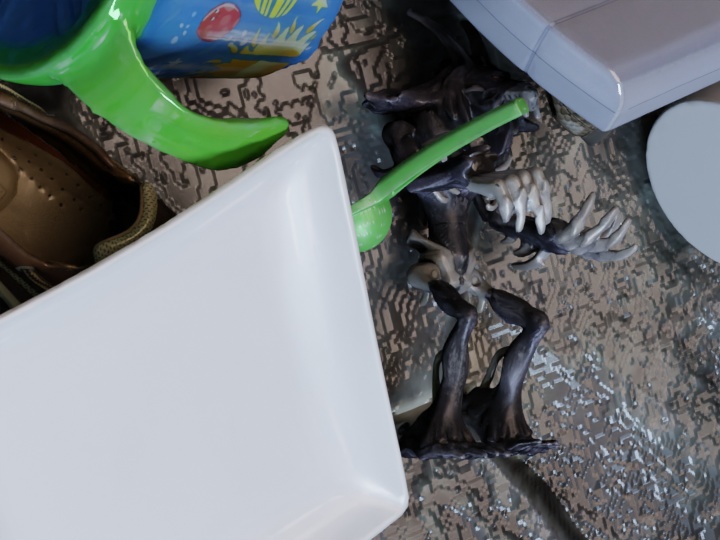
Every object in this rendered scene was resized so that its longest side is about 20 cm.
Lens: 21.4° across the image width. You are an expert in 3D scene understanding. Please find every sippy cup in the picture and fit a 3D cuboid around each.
[{"bbox_3d":[-0.076,-0.130,0.733,0.130,0.139,0.178,7,91,-46],"label":"sippy cup"}]

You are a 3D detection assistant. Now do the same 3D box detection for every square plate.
[{"bbox_3d":[-0.074,0.067,0.727,0.198,0.028,0.200,-32,130,-26],"label":"square plate"}]

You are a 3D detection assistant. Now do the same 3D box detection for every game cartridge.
[{"bbox_3d":[0.086,-0.156,0.840,0.133,0.041,0.200,-27,68,-28],"label":"game cartridge"}]

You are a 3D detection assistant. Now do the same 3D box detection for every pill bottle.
[{"bbox_3d":[0.241,-0.088,0.965,0.200,0.114,0.114,-36,107,-33],"label":"pill bottle"}]

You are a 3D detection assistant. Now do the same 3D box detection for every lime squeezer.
[{"bbox_3d":[0.000,0.000,0.793,0.038,0.071,0.200,-4,127,-45],"label":"lime squeezer"}]

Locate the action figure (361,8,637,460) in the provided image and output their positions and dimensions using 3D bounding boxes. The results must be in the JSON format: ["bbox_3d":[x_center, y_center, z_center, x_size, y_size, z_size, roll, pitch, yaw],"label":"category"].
[{"bbox_3d":[0.061,-0.018,0.835,0.119,0.102,0.201,4,83,-51],"label":"action figure"}]

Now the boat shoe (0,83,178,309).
[{"bbox_3d":[-0.102,-0.007,0.730,0.202,0.075,0.075,35,67,-29],"label":"boat shoe"}]

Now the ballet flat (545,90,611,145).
[{"bbox_3d":[0.127,-0.134,0.899,0.046,0.067,0.200,37,49,-8],"label":"ballet flat"}]
